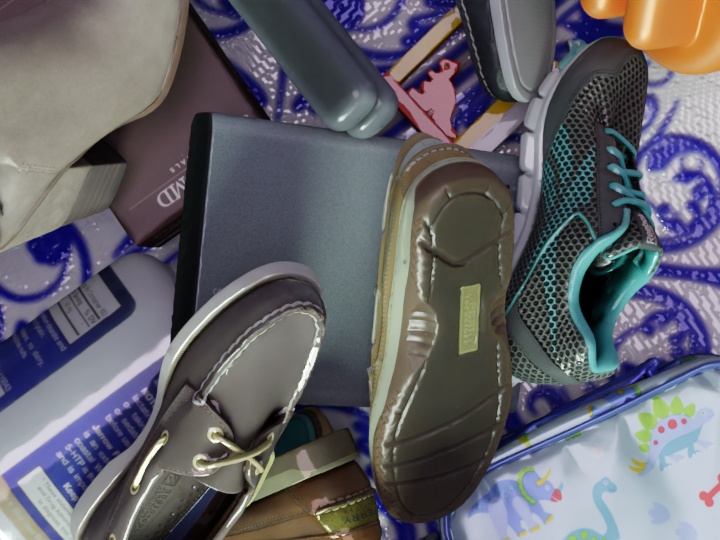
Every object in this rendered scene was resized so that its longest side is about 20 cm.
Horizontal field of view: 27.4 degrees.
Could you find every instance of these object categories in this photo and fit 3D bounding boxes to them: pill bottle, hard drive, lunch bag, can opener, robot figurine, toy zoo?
[{"bbox_3d":[-0.124,0.062,0.801,0.199,0.120,0.120,-36,89,-7],"label":"pill bottle"},{"bbox_3d":[0.000,0.000,0.771,0.199,0.033,0.141,5,92,-29],"label":"hard drive"},{"bbox_3d":[0.149,0.141,0.807,0.199,0.082,0.162,-26,89,0],"label":"lunch bag"},{"bbox_3d":[-0.059,-0.140,0.759,0.067,0.053,0.200,-48,70,17],"label":"can opener"},{"bbox_3d":[0.211,-0.168,0.771,0.199,0.144,0.118,-12,89,-24],"label":"robot figurine"},{"bbox_3d":[0.054,-0.060,0.844,0.200,0.020,0.131,-44,88,2],"label":"toy zoo"}]

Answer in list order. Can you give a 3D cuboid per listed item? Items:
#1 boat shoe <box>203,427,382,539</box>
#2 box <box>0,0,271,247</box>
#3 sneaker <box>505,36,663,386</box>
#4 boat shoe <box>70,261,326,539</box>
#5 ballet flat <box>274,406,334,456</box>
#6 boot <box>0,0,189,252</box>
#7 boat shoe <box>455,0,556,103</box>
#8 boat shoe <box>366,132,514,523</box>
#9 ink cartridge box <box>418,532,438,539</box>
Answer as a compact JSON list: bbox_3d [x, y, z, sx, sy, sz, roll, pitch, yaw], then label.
[{"bbox_3d":[-0.065,0.147,0.780,0.072,0.200,0.068,-17,80,-41],"label":"boat shoe"},{"bbox_3d":[-0.136,-0.121,0.828,0.100,0.075,0.201,-35,91,3],"label":"box"},{"bbox_3d":[0.124,-0.027,0.768,0.077,0.091,0.201,27,77,-41],"label":"sneaker"},{"bbox_3d":[-0.072,0.085,0.696,0.071,0.060,0.200,18,119,-37],"label":"boat shoe"},{"bbox_3d":[-0.027,0.177,0.839,0.063,0.069,0.202,8,95,-30],"label":"ballet flat"},{"bbox_3d":[-0.167,-0.096,0.714,0.070,0.146,0.201,29,111,37],"label":"boot"},{"bbox_3d":[0.064,-0.185,0.814,0.060,0.075,0.202,-11,76,29],"label":"boat shoe"},{"bbox_3d":[0.034,0.028,0.733,0.071,0.076,0.201,-4,119,-22],"label":"boat shoe"},{"bbox_3d":[0.040,0.202,0.758,0.044,0.200,0.095,-25,89,3],"label":"ink cartridge box"}]
